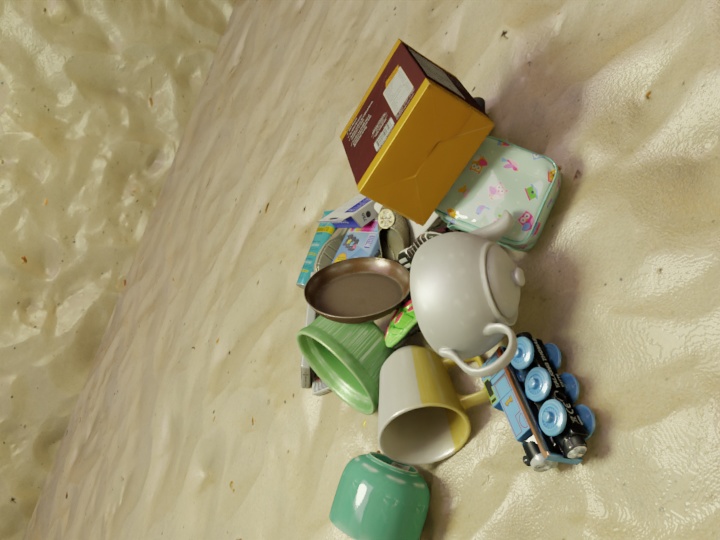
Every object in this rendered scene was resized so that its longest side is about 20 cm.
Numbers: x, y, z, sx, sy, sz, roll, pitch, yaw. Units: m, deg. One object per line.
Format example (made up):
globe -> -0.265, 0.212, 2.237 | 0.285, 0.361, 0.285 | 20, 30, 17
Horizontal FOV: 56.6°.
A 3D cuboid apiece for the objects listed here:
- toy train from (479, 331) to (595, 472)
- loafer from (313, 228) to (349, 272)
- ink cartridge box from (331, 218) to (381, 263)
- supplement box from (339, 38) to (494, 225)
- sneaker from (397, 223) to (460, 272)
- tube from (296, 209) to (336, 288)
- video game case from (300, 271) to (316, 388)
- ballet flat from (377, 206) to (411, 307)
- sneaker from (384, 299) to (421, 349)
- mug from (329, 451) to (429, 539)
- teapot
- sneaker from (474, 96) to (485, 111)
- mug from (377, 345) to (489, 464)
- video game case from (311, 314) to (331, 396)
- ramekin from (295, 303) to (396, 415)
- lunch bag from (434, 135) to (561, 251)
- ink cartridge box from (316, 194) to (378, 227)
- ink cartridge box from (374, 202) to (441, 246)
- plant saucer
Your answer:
toy train -> 0.246, 0.184, 0.937 | 0.115, 0.085, 0.203 | -55, 35, 33
loafer -> -0.041, -0.057, 1.473 | 0.202, 0.071, 0.063 | -56, 11, -23
ink cartridge box -> 0.000, 0.000, 1.365 | 0.135, 0.076, 0.204 | 6, 68, 58
supplement box -> 0.081, -0.226, 1.087 | 0.199, 0.130, 0.202 | -55, 29, 25
sneaker -> 0.147, -0.054, 1.172 | 0.115, 0.077, 0.199 | -37, 8, -21
tube -> -0.097, -0.052, 1.599 | 0.076, 0.050, 0.205 | 3, 69, 47
video game case -> -0.107, 0.132, 1.433 | 0.183, 0.023, 0.205 | 101, 174, -67
ballet flat -> 0.061, -0.024, 1.268 | 0.066, 0.046, 0.206 | 2, 103, 40
sneaker -> 0.126, 0.076, 1.129 | 0.198, 0.084, 0.077 | -36, 19, 7
mug -> 0.028, 0.360, 1.082 | 0.183, 0.150, 0.117 | 13, 83, 56
teapot -> 0.171, 0.032, 0.976 | 0.143, 0.196, 0.205 | -15, 92, 32
sneaker -> 0.175, -0.243, 1.302 | 0.198, 0.074, 0.108 | -31, 37, 41
mug -> 0.110, 0.208, 1.098 | 0.155, 0.181, 0.152 | -99, 11, -51
video game case -> -0.039, 0.146, 1.416 | 0.181, 0.023, 0.205 | -29, 50, 44
ramekin -> -0.017, 0.155, 1.224 | 0.098, 0.202, 0.198 | -43, 26, -22
lunch bag -> 0.214, -0.128, 1.094 | 0.197, 0.077, 0.164 | 25, 96, 26
ink cartridge box -> 0.009, -0.133, 1.388 | 0.198, 0.040, 0.098 | -35, 22, -28
ink cartridge box -> 0.124, -0.154, 1.251 | 0.116, 0.066, 0.201 | 49, 129, 10
plant saucer -> -0.003, 0.038, 1.192 | 0.200, 0.196, 0.033 | -136, 34, -54
